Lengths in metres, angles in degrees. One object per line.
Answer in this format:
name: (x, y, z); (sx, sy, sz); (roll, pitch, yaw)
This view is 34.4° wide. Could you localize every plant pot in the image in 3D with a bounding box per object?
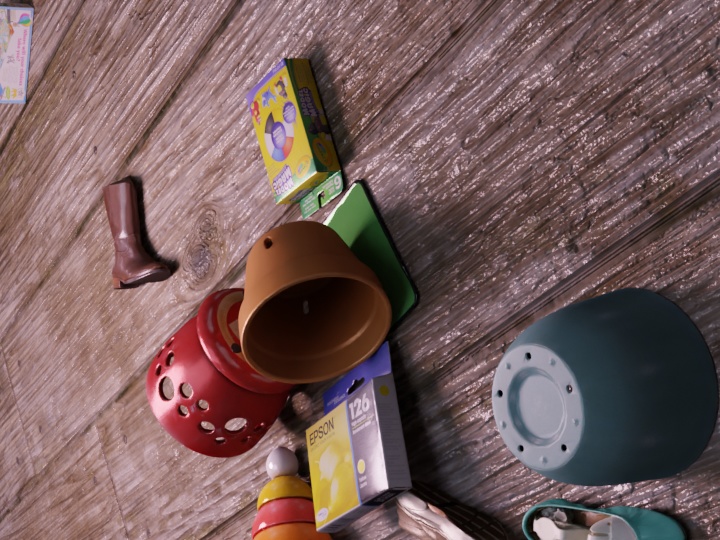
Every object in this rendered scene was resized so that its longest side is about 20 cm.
plant pot: (-0.185, 0.143, 1.687); (0.183, 0.199, 0.201); (-47, 59, 36)
plant pot: (0.231, 0.127, 1.178); (0.200, 0.160, 0.203); (10, 103, 50)
plant pot: (-0.072, 0.031, 1.533); (0.201, 0.198, 0.141); (-63, 33, 35)

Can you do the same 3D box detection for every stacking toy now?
stacking toy: (-0.103, 0.352, 1.694); (0.146, 0.145, 0.201); (-45, 41, 45)

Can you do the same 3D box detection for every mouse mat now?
mouse mat: (0.000, 0.000, 1.580); (0.161, 0.007, 0.201); (-49, 59, 43)

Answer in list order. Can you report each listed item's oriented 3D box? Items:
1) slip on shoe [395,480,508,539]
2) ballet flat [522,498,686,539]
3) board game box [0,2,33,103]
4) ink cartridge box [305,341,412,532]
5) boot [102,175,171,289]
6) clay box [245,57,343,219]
slip on shoe: (0.107, 0.321, 1.428); (0.199, 0.076, 0.061); (21, 103, 52)
ballet flat: (0.251, 0.286, 1.247); (0.199, 0.070, 0.068); (-4, 92, 52)
board game box: (-0.739, -0.440, 2.360); (0.034, 0.134, 0.202); (34, 120, 44)
ink cartridge box: (-0.011, 0.223, 1.550); (0.198, 0.047, 0.202); (-44, 50, 50)
boot: (-0.396, -0.075, 2.037); (0.186, 0.064, 0.202); (-11, 82, 50)
clay box: (-0.093, -0.183, 1.640); (0.115, 0.047, 0.202); (-33, 68, 49)
